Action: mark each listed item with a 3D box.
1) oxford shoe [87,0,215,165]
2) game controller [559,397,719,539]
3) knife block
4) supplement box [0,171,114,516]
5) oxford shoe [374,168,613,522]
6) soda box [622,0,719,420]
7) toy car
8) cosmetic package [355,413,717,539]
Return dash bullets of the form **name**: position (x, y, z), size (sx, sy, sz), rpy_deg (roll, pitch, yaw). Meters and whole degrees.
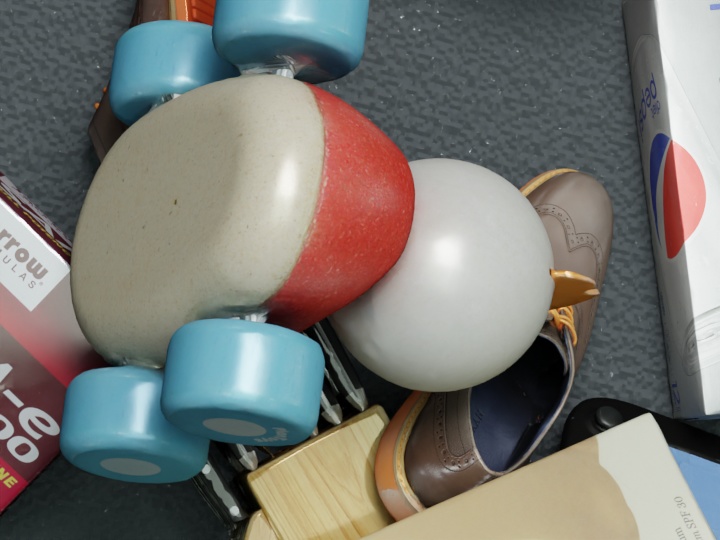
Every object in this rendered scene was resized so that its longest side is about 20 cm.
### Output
- **oxford shoe**: position (-0.091, -0.088, 1.310), size (0.072, 0.071, 0.201), rpy_deg (-10, 69, 24)
- **game controller**: position (0.180, 0.122, 1.322), size (0.199, 0.104, 0.042), rpy_deg (20, 121, -6)
- **knife block**: position (0.001, 0.097, 1.310), size (0.199, 0.064, 0.176), rpy_deg (16, 84, -6)
- **supplement box**: position (-0.190, 0.065, 1.270), size (0.109, 0.061, 0.200), rpy_deg (43, 93, -3)
- **oxford shoe**: position (0.077, 0.029, 1.295), size (0.071, 0.073, 0.200), rpy_deg (36, 55, -16)
- **soda box**: position (0.168, -0.034, 1.343), size (0.068, 0.063, 0.201), rpy_deg (-6, 86, -8)
- **toy car**: position (0.000, 0.000, 1.199), size (0.199, 0.177, 0.185), rpy_deg (17, 69, -27)
- **cosmetic package**: position (0.053, 0.151, 1.221), size (0.199, 0.071, 0.105), rpy_deg (-24, 62, -5)
